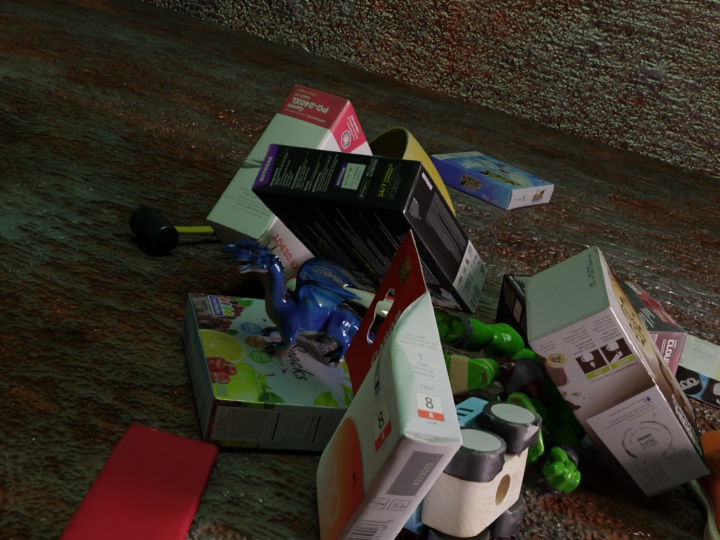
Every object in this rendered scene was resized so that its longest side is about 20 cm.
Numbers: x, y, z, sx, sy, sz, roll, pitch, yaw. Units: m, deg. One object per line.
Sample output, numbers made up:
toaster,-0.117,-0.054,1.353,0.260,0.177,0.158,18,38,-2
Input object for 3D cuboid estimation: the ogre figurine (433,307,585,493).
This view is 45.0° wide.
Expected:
ogre figurine,0.154,0.115,0.840,0.200,0.099,0.120,32,22,31

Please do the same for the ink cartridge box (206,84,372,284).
ink cartridge box,-0.074,-0.088,1.011,0.083,0.201,0.145,23,-20,25

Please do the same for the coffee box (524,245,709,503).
coffee box,0.232,0.095,0.796,0.200,0.080,0.113,55,23,-19

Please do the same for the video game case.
video game case,0.262,-0.185,1.756,0.200,0.046,0.181,28,26,31

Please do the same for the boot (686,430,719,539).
boot,0.355,0.184,0.798,0.075,0.108,0.200,15,19,6

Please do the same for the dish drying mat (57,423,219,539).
dish drying mat,-0.157,0.172,0.607,0.076,0.018,0.200,15,20,-2

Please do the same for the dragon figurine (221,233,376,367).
dragon figurine,-0.033,0.028,0.791,0.199,0.100,0.059,12,21,-12

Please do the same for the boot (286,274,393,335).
boot,0.000,0.000,0.988,0.199,0.072,0.145,11,53,-27

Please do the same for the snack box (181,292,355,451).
snack box,-0.084,0.090,0.812,0.142,0.053,0.200,8,22,-21

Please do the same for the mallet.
mallet,-0.208,-0.056,1.130,0.066,0.041,0.200,32,22,30

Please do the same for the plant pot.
plant pot,0.044,-0.066,1.149,0.142,0.200,0.200,38,13,-22

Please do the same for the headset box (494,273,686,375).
headset box,0.280,0.070,1.047,0.199,0.075,0.149,3,23,-10

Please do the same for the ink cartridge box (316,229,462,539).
ink cartridge box,0.007,0.088,0.645,0.050,0.163,0.201,8,43,-20

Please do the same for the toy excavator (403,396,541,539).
toy excavator,0.053,0.140,0.739,0.199,0.100,0.194,17,18,31

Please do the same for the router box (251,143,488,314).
router box,0.015,-0.034,0.777,0.149,0.051,0.200,11,-21,29

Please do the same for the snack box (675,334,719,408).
snack box,0.469,0.140,1.077,0.199,0.037,0.116,22,24,19
